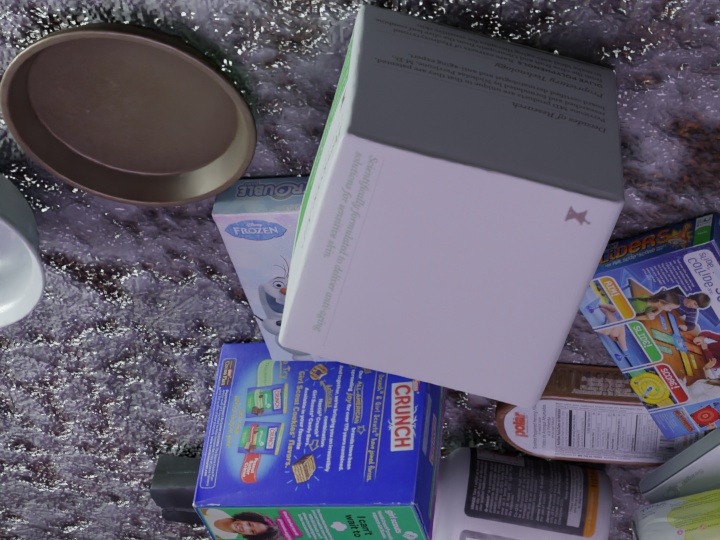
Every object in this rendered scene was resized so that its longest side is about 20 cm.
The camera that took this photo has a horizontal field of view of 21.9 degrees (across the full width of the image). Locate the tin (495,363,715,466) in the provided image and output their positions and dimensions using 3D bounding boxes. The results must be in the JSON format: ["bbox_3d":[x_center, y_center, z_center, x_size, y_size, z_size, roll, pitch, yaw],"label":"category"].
[{"bbox_3d":[0.220,0.131,1.669,0.199,0.042,0.112,3,139,8],"label":"tin"}]

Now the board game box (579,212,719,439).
[{"bbox_3d":[0.271,0.050,1.521,0.135,0.035,0.200,-16,127,29],"label":"board game box"}]

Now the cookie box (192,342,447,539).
[{"bbox_3d":[-0.031,0.150,1.637,0.199,0.172,0.075,-2,145,16],"label":"cookie box"}]

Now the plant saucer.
[{"bbox_3d":[-0.176,-0.122,1.424,0.199,0.030,0.200,6,144,4],"label":"plant saucer"}]

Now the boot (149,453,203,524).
[{"bbox_3d":[-0.099,0.248,1.867,0.199,0.066,0.165,-1,134,9],"label":"boot"}]

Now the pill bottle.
[{"bbox_3d":[0.130,0.229,1.753,0.199,0.117,0.117,11,144,0],"label":"pill bottle"}]

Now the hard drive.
[{"bbox_3d":[0.363,0.223,1.669,0.132,0.026,0.200,-37,113,19],"label":"hard drive"}]

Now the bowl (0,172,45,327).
[{"bbox_3d":[-0.346,-0.043,1.514,0.200,0.091,0.201,6,144,4],"label":"bowl"}]

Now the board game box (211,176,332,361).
[{"bbox_3d":[0.000,0.000,1.534,0.199,0.044,0.199,-1,142,14],"label":"board game box"}]

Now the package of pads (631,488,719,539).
[{"bbox_3d":[0.348,0.260,1.635,0.199,0.068,0.155,-15,118,8],"label":"package of pads"}]

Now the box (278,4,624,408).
[{"bbox_3d":[0.063,-0.044,1.319,0.199,0.172,0.199,14,128,-7],"label":"box"}]
